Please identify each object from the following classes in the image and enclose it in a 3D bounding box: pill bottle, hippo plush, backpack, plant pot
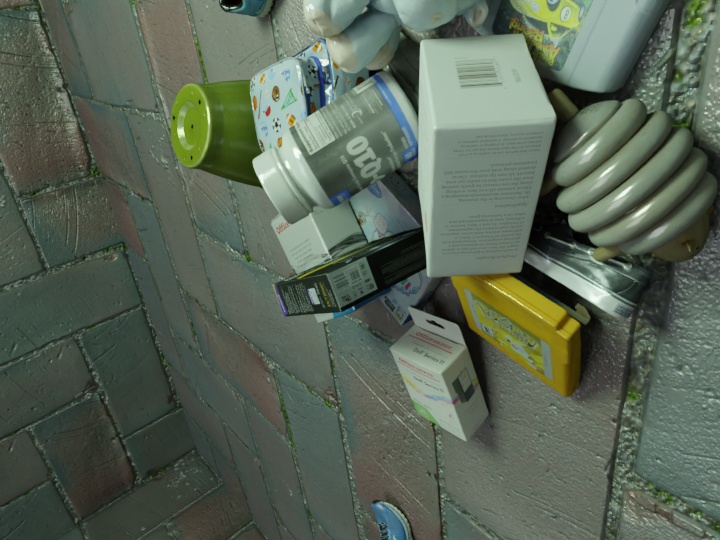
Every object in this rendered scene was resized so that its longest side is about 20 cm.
[{"bbox_3d":[-0.027,-0.149,0.674,0.114,0.199,0.114,59,-175,-8],"label":"pill bottle"},{"bbox_3d":[0.056,-0.283,0.562,0.160,0.200,0.160,27,134,35],"label":"hippo plush"},{"bbox_3d":[-0.065,-0.223,0.792,0.199,0.153,0.192,4,112,55],"label":"backpack"},{"bbox_3d":[-0.203,-0.233,0.904,0.200,0.192,0.202,7,100,44],"label":"plant pot"}]

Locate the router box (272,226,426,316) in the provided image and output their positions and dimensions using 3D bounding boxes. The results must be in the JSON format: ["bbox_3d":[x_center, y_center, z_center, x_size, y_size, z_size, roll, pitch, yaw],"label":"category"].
[{"bbox_3d":[0.000,0.000,0.744,0.157,0.199,0.053,-11,102,56],"label":"router box"}]

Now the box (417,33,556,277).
[{"bbox_3d":[0.118,-0.115,0.565,0.201,0.106,0.153,83,-175,-50],"label":"box"}]

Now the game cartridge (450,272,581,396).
[{"bbox_3d":[0.192,0.066,0.673,0.176,0.032,0.200,37,169,35],"label":"game cartridge"}]

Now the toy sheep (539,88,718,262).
[{"bbox_3d":[0.238,-0.085,0.493,0.200,0.138,0.138,43,147,-2],"label":"toy sheep"}]

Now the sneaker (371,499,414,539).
[{"bbox_3d":[0.077,0.644,1.280,0.078,0.089,0.201,-31,86,57],"label":"sneaker"}]

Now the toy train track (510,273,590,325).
[{"bbox_3d":[0.201,-0.002,0.672,0.200,0.115,0.033,36,98,19],"label":"toy train track"}]

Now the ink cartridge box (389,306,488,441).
[{"bbox_3d":[0.121,0.163,0.855,0.117,0.067,0.201,18,140,49],"label":"ink cartridge box"}]

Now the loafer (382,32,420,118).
[{"bbox_3d":[0.073,-0.249,0.676,0.201,0.069,0.070,63,-175,22],"label":"loafer"}]

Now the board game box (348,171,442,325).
[{"bbox_3d":[0.051,-0.043,0.868,0.200,0.043,0.199,51,147,19],"label":"board game box"}]

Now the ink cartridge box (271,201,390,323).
[{"bbox_3d":[-0.055,-0.024,0.915,0.146,0.086,0.201,-24,90,58],"label":"ink cartridge box"}]

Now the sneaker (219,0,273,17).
[{"bbox_3d":[-0.165,-0.461,0.836,0.200,0.090,0.079,-28,89,57],"label":"sneaker"}]

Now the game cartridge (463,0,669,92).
[{"bbox_3d":[0.188,-0.265,0.523,0.200,0.041,0.134,45,147,28],"label":"game cartridge"}]

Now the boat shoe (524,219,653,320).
[{"bbox_3d":[0.231,-0.024,0.608,0.200,0.071,0.068,45,112,50],"label":"boat shoe"}]
